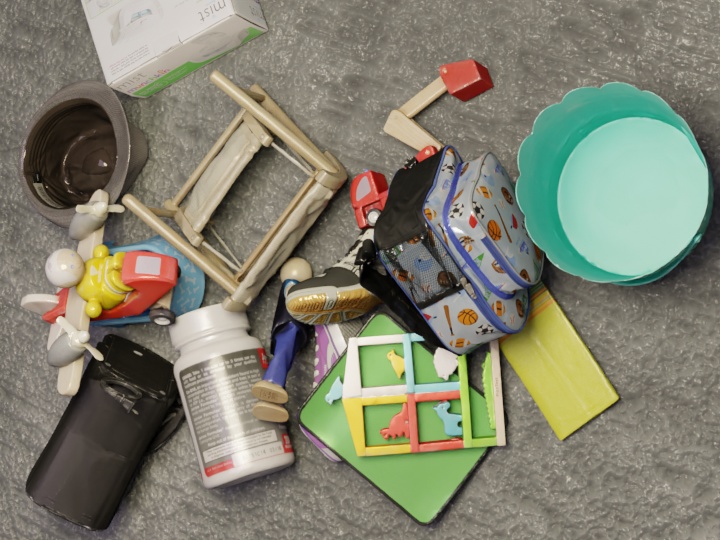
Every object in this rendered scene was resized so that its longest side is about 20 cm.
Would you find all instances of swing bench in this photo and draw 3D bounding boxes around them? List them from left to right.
[{"bbox_3d":[-0.138,-0.090,1.501,0.200,0.130,0.200,43,103,14],"label":"swing bench"}]

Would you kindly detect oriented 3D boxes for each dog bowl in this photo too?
[{"bbox_3d":[-0.287,0.016,1.583,0.197,0.049,0.114,-6,93,30],"label":"dog bowl"}]

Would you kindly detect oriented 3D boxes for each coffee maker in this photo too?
[{"bbox_3d":[-0.319,0.200,1.526,0.134,0.192,0.202,31,100,13],"label":"coffee maker"}]

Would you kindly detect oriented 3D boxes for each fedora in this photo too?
[{"bbox_3d":[-0.340,-0.144,1.609,0.198,0.090,0.179,-26,75,27],"label":"fedora"}]

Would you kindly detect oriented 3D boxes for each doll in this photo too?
[{"bbox_3d":[-0.084,0.067,1.461,0.048,0.137,0.202,8,52,3],"label":"doll"}]

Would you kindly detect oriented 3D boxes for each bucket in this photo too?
[{"bbox_3d":[0.270,-0.083,1.313,0.204,0.134,0.211,-2,85,24],"label":"bucket"}]

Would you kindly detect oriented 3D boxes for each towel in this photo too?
[{"bbox_3d":[0.200,0.080,1.401,0.086,0.018,0.201,-39,74,22],"label":"towel"}]

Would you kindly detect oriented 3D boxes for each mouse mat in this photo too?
[{"bbox_3d":[0.047,0.166,1.421,0.199,0.008,0.162,39,90,1],"label":"mouse mat"}]

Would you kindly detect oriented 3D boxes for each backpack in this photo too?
[{"bbox_3d":[0.110,-0.017,1.333,0.152,0.201,0.192,-16,118,30],"label":"backpack"}]

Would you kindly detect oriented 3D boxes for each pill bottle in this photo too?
[{"bbox_3d":[-0.156,0.147,1.500,0.113,0.114,0.203,-21,79,21],"label":"pill bottle"}]

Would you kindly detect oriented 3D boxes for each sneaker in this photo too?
[{"bbox_3d":[-0.041,0.124,1.475,0.113,0.072,0.203,-24,78,24],"label":"sneaker"},{"bbox_3d":[0.000,0.000,1.426,0.089,0.197,0.076,69,155,18],"label":"sneaker"}]

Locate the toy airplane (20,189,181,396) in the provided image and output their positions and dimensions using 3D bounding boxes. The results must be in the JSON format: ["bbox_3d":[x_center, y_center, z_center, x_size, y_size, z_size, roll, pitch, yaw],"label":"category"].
[{"bbox_3d":[-0.321,0.019,1.468,0.200,0.141,0.200,-49,51,-1],"label":"toy airplane"}]

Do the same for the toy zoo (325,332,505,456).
[{"bbox_3d":[0.059,0.136,1.407,0.196,0.020,0.134,-5,89,1],"label":"toy zoo"}]

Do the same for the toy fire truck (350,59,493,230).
[{"bbox_3d":[0.068,-0.142,1.452,0.198,0.049,0.143,-21,79,22],"label":"toy fire truck"}]

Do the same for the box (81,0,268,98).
[{"bbox_3d":[-0.240,-0.342,1.573,0.198,0.096,0.179,-25,78,20],"label":"box"}]
